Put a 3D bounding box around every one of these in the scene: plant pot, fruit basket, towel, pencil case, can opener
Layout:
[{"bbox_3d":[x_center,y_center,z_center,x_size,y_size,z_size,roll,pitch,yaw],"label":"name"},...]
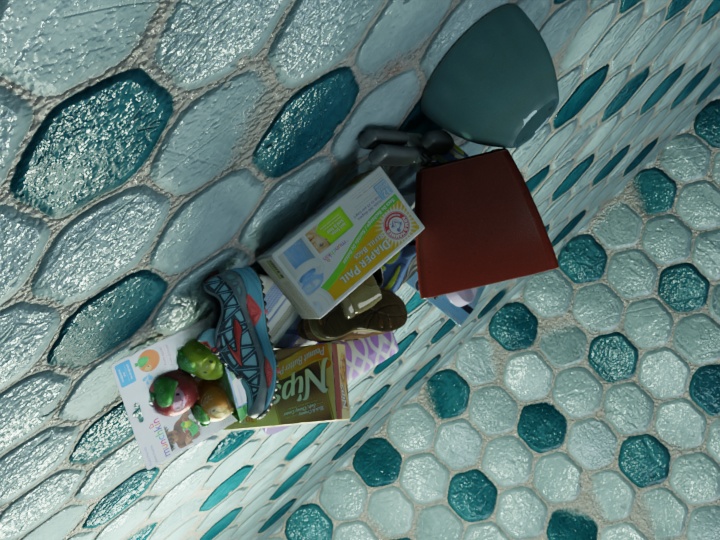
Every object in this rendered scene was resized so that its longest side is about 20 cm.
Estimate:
[{"bbox_3d":[0.202,-0.253,1.428,0.200,0.135,0.200,-41,165,-13],"label":"plant pot"},{"bbox_3d":[-0.225,0.162,1.382,0.199,0.093,0.187,-29,126,-29],"label":"fruit basket"},{"bbox_3d":[-0.139,0.063,1.489,0.199,0.024,0.147,7,128,-51],"label":"towel"},{"bbox_3d":[-0.036,0.140,1.637,0.198,0.085,0.085,-24,-163,-13],"label":"pencil case"},{"bbox_3d":[0.065,-0.180,1.417,0.066,0.053,0.199,-41,166,28],"label":"can opener"},{"bbox_3d":[0.169,-0.079,1.485,0.198,0.178,0.200,-13,-173,8],"label":"plant pot"}]

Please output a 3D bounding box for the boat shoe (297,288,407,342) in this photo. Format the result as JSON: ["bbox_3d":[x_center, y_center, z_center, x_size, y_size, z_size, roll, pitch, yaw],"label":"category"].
[{"bbox_3d":[-0.013,0.073,1.566,0.199,0.073,0.067,-7,168,-41],"label":"boat shoe"}]

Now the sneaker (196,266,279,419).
[{"bbox_3d":[-0.168,0.098,1.317,0.095,0.202,0.079,-6,165,-24],"label":"sneaker"}]

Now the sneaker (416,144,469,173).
[{"bbox_3d":[0.140,-0.157,1.646,0.082,0.074,0.200,-50,156,2],"label":"sneaker"}]

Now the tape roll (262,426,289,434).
[{"bbox_3d":[-0.108,0.201,1.780,0.199,0.066,0.200,-37,163,-13],"label":"tape roll"}]

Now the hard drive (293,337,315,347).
[{"bbox_3d":[-0.092,0.077,1.614,0.199,0.038,0.140,5,131,-48],"label":"hard drive"}]

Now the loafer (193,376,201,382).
[{"bbox_3d":[-0.240,0.195,1.527,0.199,0.071,0.073,-34,174,38],"label":"loafer"}]

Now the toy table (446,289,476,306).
[{"bbox_3d":[0.195,-0.045,1.691,0.116,0.202,0.183,-27,141,25],"label":"toy table"}]

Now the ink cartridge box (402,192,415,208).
[{"bbox_3d":[0.053,-0.077,1.716,0.201,0.057,0.163,-57,174,-34],"label":"ink cartridge box"}]

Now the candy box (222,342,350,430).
[{"bbox_3d":[-0.118,0.180,1.548,0.198,0.117,0.055,-8,170,21],"label":"candy box"}]

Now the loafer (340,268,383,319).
[{"bbox_3d":[0.000,0.000,1.518,0.067,0.201,0.077,-10,127,5],"label":"loafer"}]

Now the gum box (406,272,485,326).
[{"bbox_3d":[0.142,0.002,1.801,0.045,0.169,0.200,-52,178,23],"label":"gum box"}]

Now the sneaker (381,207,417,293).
[{"bbox_3d":[0.079,-0.038,1.638,0.200,0.071,0.083,-51,179,10],"label":"sneaker"}]

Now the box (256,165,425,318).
[{"bbox_3d":[-0.027,-0.038,1.390,0.200,0.113,0.101,-41,-170,-15],"label":"box"}]
